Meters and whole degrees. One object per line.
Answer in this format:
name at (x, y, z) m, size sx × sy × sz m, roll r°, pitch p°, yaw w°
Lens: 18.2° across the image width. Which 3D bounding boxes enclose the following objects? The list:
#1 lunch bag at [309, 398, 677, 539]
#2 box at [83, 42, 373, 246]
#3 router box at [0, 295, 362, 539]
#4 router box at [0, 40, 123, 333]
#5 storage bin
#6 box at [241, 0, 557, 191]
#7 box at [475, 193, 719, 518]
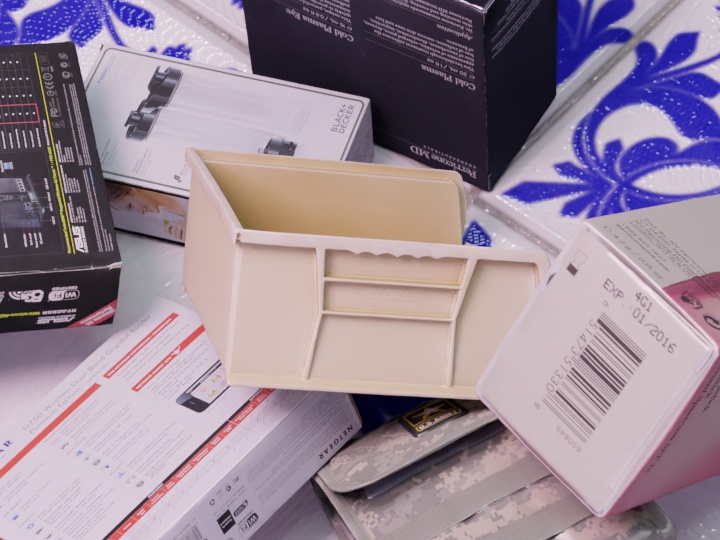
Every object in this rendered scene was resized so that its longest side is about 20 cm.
lunch bag at (0.073, 0.144, 1.318) m, size 0.163 × 0.118 × 0.200 m, roll -25°, pitch 48°, yaw -10°
box at (-0.101, -0.077, 1.527) m, size 0.199 × 0.060 × 0.117 m, roll 12°, pitch 55°, yaw 12°
router box at (-0.128, 0.115, 1.353) m, size 0.200 × 0.049 × 0.179 m, roll -43°, pitch 39°, yaw -24°
router box at (-0.242, -0.052, 1.425) m, size 0.149 × 0.062 × 0.201 m, roll -4°, pitch 52°, yaw -16°
storage bin at (0.000, 0.000, 1.359) m, size 0.197 × 0.094 × 0.200 m, roll 4°, pitch 15°, yaw -14°
box at (0.025, -0.180, 1.519) m, size 0.199 × 0.183 × 0.104 m, roll 25°, pitch 58°, yaw 20°
box at (0.181, 0.042, 1.264) m, size 0.109 × 0.128 × 0.199 m, roll 45°, pitch 31°, yaw 25°
